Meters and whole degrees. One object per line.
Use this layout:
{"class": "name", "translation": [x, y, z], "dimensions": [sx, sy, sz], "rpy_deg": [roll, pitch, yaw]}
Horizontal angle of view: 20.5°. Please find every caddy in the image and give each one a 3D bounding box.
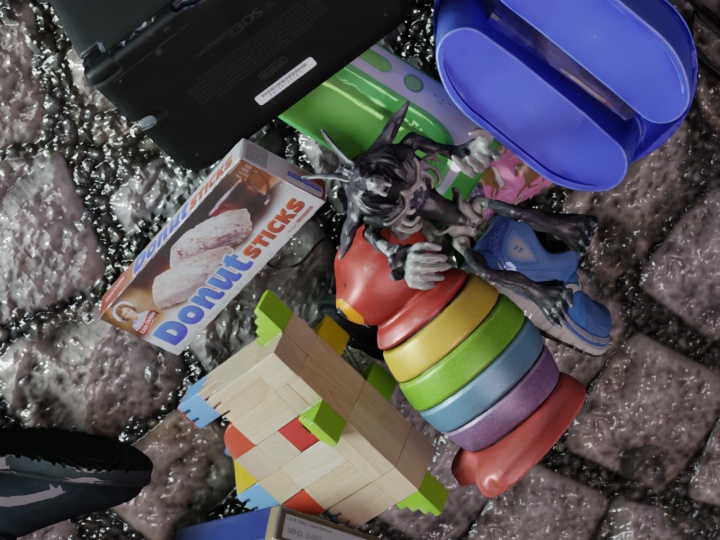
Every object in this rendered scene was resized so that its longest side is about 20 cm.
{"class": "caddy", "translation": [0.141, -0.150, 1.379], "dimensions": [0.200, 0.105, 0.141], "rpy_deg": [38, 111, -9]}

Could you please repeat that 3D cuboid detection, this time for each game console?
{"class": "game console", "translation": [-0.098, -0.199, 1.355], "dimensions": [0.200, 0.117, 0.176], "rpy_deg": [-35, 128, 15]}

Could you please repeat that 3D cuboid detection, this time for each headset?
{"class": "headset", "translation": [0.000, 0.000, 1.513], "dimensions": [0.199, 0.094, 0.124], "rpy_deg": [17, 82, -33]}

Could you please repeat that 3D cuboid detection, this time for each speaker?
{"class": "speaker", "translation": [0.000, -0.123, 1.422], "dimensions": [0.199, 0.088, 0.089], "rpy_deg": [31, 98, -7]}

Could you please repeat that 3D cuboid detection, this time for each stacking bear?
{"class": "stacking bear", "translation": [0.058, 0.048, 1.431], "dimensions": [0.114, 0.121, 0.200], "rpy_deg": [-43, 98, -8]}

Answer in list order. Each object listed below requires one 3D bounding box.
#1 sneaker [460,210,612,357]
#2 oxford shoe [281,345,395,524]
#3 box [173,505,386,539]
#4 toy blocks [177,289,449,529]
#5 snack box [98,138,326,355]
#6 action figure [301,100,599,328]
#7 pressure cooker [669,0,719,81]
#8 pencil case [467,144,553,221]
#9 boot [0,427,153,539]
{"class": "sneaker", "translation": [0.151, 0.007, 1.546], "dimensions": [0.200, 0.078, 0.089], "rpy_deg": [30, 84, -57]}
{"class": "oxford shoe", "translation": [-0.019, 0.113, 1.564], "dimensions": [0.075, 0.058, 0.201], "rpy_deg": [16, 91, 3]}
{"class": "box", "translation": [-0.064, 0.220, 1.534], "dimensions": [0.121, 0.200, 0.033], "rpy_deg": [21, 66, -27]}
{"class": "toy blocks", "translation": [-0.048, 0.127, 1.479], "dimensions": [0.200, 0.100, 0.137], "rpy_deg": [44, 126, -14]}
{"class": "snack box", "translation": [-0.109, -0.014, 1.434], "dimensions": [0.072, 0.024, 0.200], "rpy_deg": [26, 131, -24]}
{"class": "action figure", "translation": [0.061, -0.041, 1.346], "dimensions": [0.199, 0.102, 0.119], "rpy_deg": [22, 88, -6]}
{"class": "pressure cooker", "translation": [0.329, -0.222, 1.488], "dimensions": [0.178, 0.176, 0.200], "rpy_deg": [39, 91, -26]}
{"class": "pencil case", "translation": [0.154, -0.116, 1.519], "dimensions": [0.199, 0.087, 0.083], "rpy_deg": [-28, 88, -8]}
{"class": "boot", "translation": [-0.263, 0.206, 1.491], "dimensions": [0.199, 0.076, 0.169], "rpy_deg": [5, 106, -15]}
